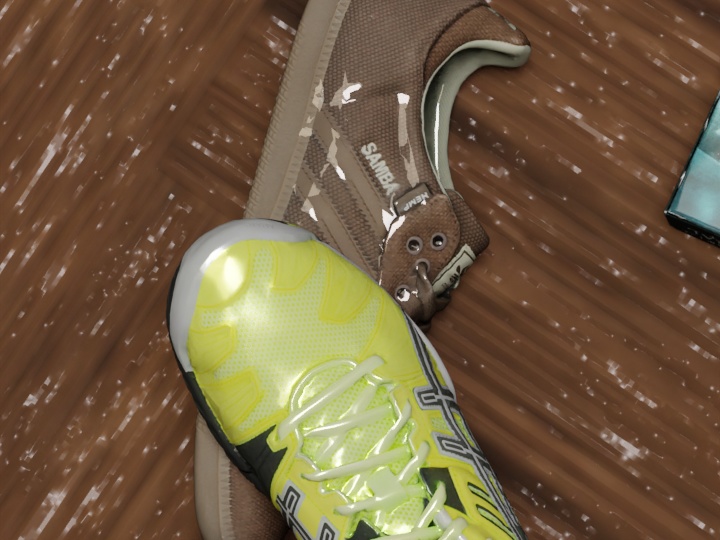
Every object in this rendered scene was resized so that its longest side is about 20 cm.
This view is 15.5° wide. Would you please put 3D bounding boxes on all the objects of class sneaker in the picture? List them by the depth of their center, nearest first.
[{"bbox_3d":[0.015,0.068,0.803,0.075,0.076,0.201,-37,104,-10],"label":"sneaker"},{"bbox_3d":[0.000,0.000,0.855,0.075,0.070,0.201,12,85,11],"label":"sneaker"}]

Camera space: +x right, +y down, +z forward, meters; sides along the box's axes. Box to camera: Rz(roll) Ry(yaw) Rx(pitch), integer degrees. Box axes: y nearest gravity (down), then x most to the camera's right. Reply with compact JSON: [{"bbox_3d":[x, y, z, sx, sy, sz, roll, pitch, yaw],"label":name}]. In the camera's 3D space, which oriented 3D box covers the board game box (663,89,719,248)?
[{"bbox_3d":[0.215,-0.037,0.841,0.199,0.028,0.136,25,87,14],"label":"board game box"}]
